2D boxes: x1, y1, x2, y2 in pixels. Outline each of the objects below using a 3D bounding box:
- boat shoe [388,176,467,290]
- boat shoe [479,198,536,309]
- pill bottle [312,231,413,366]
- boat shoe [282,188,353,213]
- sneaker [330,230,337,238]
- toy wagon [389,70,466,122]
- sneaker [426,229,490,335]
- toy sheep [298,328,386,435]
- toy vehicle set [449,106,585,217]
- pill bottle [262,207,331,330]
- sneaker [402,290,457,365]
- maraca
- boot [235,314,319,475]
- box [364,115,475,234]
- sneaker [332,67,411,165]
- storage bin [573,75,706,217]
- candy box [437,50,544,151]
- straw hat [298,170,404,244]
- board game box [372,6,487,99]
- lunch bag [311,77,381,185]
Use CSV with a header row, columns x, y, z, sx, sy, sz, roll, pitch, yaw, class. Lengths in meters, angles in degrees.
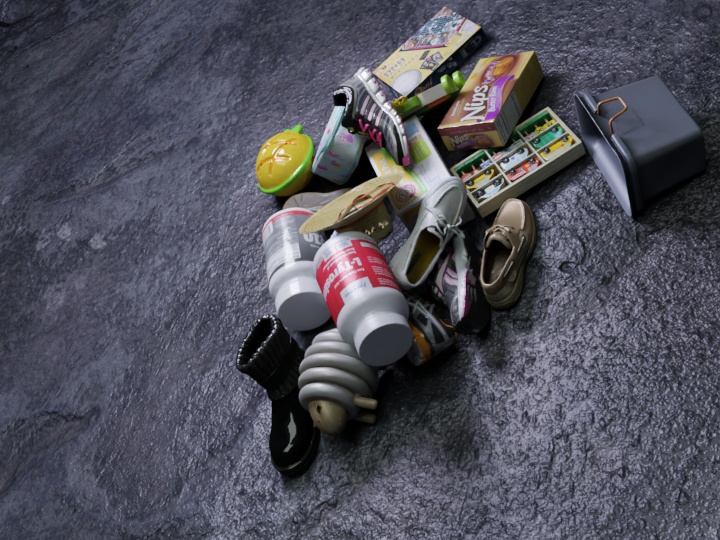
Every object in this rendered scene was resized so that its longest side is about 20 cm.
x,y,z,sx,sy,sz,roll,pitch,yaw,class
0.116,-0.059,1.530,0.203,0.074,0.086,-56,19,-13,boat shoe
0.226,-0.040,1.535,0.071,0.065,0.202,-10,49,29,boat shoe
0.006,0.043,1.482,0.112,0.112,0.201,-34,44,7,pill bottle
-0.046,-0.101,1.796,0.199,0.063,0.074,-1,43,27,boat shoe
0.000,0.000,1.648,0.089,0.078,0.202,-33,49,34,sneaker
0.103,-0.297,1.769,0.154,0.040,0.200,-27,4,28,toy wagon
0.146,0.031,1.538,0.086,0.080,0.201,-26,31,23,sneaker
-0.029,0.158,1.515,0.137,0.138,0.202,-10,49,29,toy sheep
0.258,-0.181,1.641,0.199,0.027,0.125,-32,41,3,toy vehicle set
-0.106,-0.002,1.708,0.113,0.114,0.201,-27,45,14,pill bottle
0.084,0.074,1.549,0.076,0.079,0.200,-18,38,-13,sneaker
-0.147,-0.216,1.920,0.137,0.107,0.201,-36,32,11,maraca
-0.131,0.191,1.534,0.079,0.158,0.213,-14,49,26,boot
0.099,-0.151,1.690,0.112,0.102,0.201,-32,43,8,box
0.016,-0.246,1.662,0.087,0.074,0.201,-26,67,-7,sneaker
0.422,-0.207,1.490,0.133,0.146,0.201,-23,45,4,storage bin
0.228,-0.295,1.723,0.116,0.057,0.201,0,44,39,candy box
0.005,-0.075,1.591,0.200,0.086,0.201,-29,14,8,straw hat
0.134,-0.418,1.933,0.200,0.035,0.136,-42,43,-1,board game box
-0.025,-0.254,1.805,0.200,0.076,0.162,135,155,-74,lunch bag
